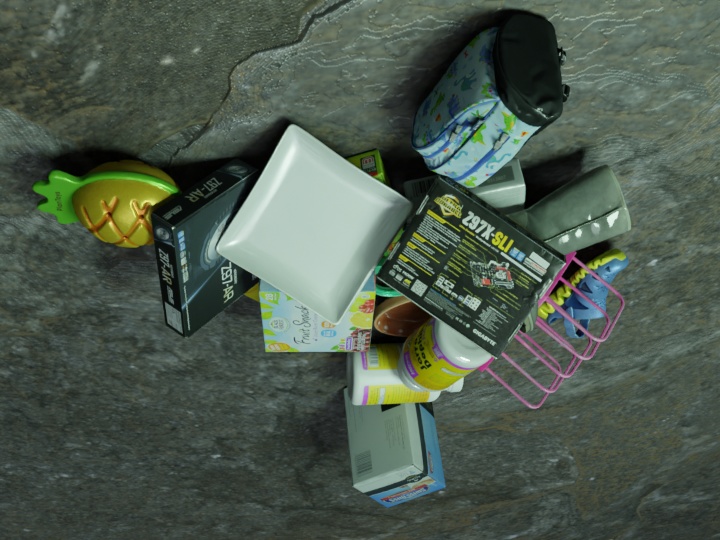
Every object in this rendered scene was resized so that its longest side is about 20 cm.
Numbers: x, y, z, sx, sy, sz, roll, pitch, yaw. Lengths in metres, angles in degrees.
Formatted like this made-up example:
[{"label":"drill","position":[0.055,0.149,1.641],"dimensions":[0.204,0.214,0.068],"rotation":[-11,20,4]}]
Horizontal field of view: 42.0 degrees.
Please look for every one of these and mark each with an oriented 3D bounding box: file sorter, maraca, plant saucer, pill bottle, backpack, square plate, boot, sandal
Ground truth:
[{"label":"file sorter","position":[0.302,0.098,1.474],"dimensions":[0.125,0.139,0.201],"rotation":[39,134,6]},{"label":"maraca","position":[-0.324,-0.089,1.227],"dimensions":[0.196,0.109,0.138],"rotation":[4,147,-9]},{"label":"plant saucer","position":[0.117,0.061,1.529],"dimensions":[0.196,0.033,0.201],"rotation":[-6,159,-2]},{"label":"pill bottle","position":[0.130,0.130,1.497],"dimensions":[0.102,0.106,0.200],"rotation":[8,154,-19]},{"label":"backpack","position":[0.151,-0.196,1.156],"dimensions":[0.151,0.165,0.201],"rotation":[11,146,-10]},{"label":"pill bottle","position":[0.077,0.180,1.646],"dimensions":[0.196,0.106,0.105],"rotation":[-1,142,-9]},{"label":"square plate","position":[-0.061,-0.059,1.250],"dimensions":[0.198,0.028,0.200],"rotation":[32,102,-10]},{"label":"boot","position":[0.280,-0.029,1.294],"dimensions":[0.197,0.072,0.185],"rotation":[-21,107,-15]},{"label":"sandal","position":[0.374,0.041,1.527],"dimensions":[0.079,0.088,0.201],"rotation":[-24,160,-38]}]

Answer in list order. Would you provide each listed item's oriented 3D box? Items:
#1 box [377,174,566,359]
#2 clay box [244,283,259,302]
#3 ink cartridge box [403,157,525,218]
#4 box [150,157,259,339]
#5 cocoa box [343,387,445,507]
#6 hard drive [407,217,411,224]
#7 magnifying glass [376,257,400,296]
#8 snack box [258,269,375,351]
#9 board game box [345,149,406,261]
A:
[{"label":"box","position":[0.144,-0.006,1.228],"dimensions":[0.198,0.049,0.161],"rotation":[33,107,2]},{"label":"clay box","position":[-0.111,0.011,1.441],"dimensions":[0.114,0.048,0.199],"rotation":[-35,136,30]},{"label":"ink cartridge box","position":[0.151,-0.083,1.337],"dimensions":[0.160,0.058,0.200],"rotation":[-12,163,4]},{"label":"box","position":[-0.203,-0.029,1.273],"dimensions":[0.043,0.160,0.202],"rotation":[29,137,25]},{"label":"cocoa box","position":[0.061,0.307,1.726],"dimensions":[0.132,0.203,0.131],"rotation":[-23,141,21]},{"label":"hard drive","position":[0.150,-0.054,1.421],"dimensions":[0.137,0.033,0.201],"rotation":[-14,142,7]},{"label":"magnifying glass","position":[0.000,0.000,1.392],"dimensions":[0.197,0.023,0.080],"rotation":[14,139,-24]},{"label":"snack box","position":[-0.064,0.052,1.388],"dimensions":[0.165,0.069,0.201],"rotation":[0,149,-3]},{"label":"board game box","position":[0.006,-0.078,1.350],"dimensions":[0.100,0.048,0.201],"rotation":[-14,142,9]}]
